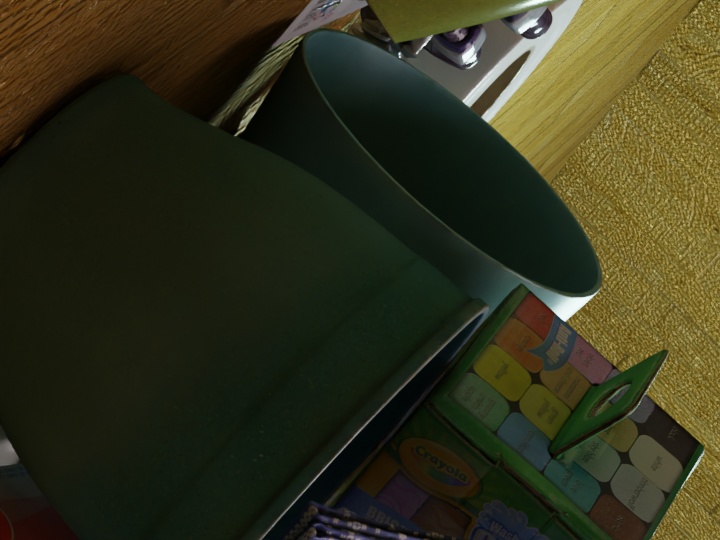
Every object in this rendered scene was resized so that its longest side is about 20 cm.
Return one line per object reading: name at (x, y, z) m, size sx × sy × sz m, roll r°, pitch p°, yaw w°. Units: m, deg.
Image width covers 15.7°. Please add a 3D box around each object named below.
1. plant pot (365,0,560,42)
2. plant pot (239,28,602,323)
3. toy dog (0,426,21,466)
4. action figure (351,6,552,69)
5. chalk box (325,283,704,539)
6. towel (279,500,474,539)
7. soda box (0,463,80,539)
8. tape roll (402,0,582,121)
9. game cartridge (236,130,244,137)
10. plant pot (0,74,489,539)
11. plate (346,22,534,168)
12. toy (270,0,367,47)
plant pot at (0.070, -0.182, 1.006) m, size 0.199 × 0.188 × 0.187 m, roll -32°, pitch 175°, yaw 4°
plant pot at (0.000, 0.000, 1.364) m, size 0.161 × 0.200 × 0.200 m, roll -49°, pitch 174°, yaw 20°
toy dog at (-0.134, 0.039, 1.266) m, size 0.200 × 0.096 × 0.132 m, roll -46°, pitch 175°, yaw -7°
action figure at (0.054, -0.163, 1.463) m, size 0.130 × 0.069 × 0.200 m, roll -40°, pitch 168°, yaw 0°
chalk box at (0.069, 0.103, 1.229) m, size 0.200 × 0.124 × 0.124 m, roll -51°, pitch 177°, yaw 35°
towel at (0.028, 0.159, 1.137) m, size 0.145 × 0.199 × 0.024 m, roll -50°, pitch -143°, yaw 38°
soda box at (-0.207, 0.134, 1.102) m, size 0.199 × 0.070 × 0.064 m, roll -4°, pitch 130°, yaw -46°
tape roll at (0.052, -0.127, 1.676) m, size 0.203 × 0.071 × 0.202 m, roll -47°, pitch 175°, yaw -6°
game cartridge at (-0.119, 0.007, 1.489) m, size 0.133 × 0.042 × 0.200 m, roll -39°, pitch 171°, yaw -34°
plant pot at (-0.080, 0.027, 1.120) m, size 0.200 × 0.188 × 0.200 m, roll -47°, pitch 175°, yaw -5°
plate at (0.022, -0.012, 1.532) m, size 0.199 × 0.032 × 0.201 m, roll 36°, pitch 75°, yaw -45°
toy at (0.029, -0.180, 1.234) m, size 0.115 × 0.047 × 0.200 m, roll -47°, pitch 175°, yaw 37°
